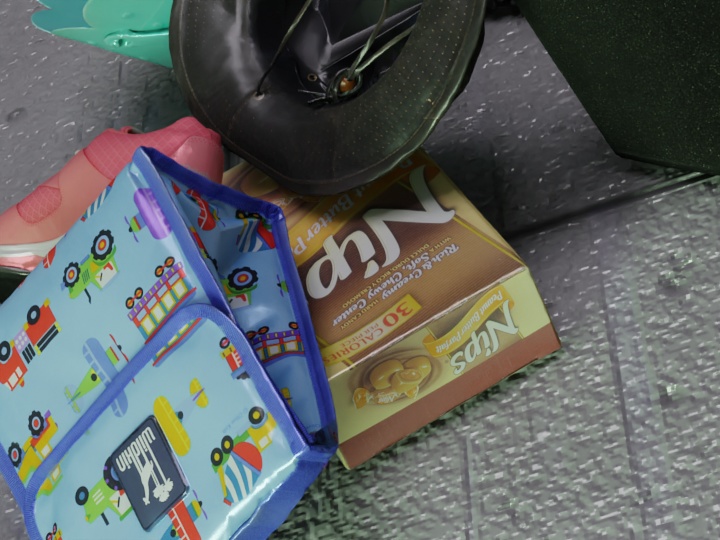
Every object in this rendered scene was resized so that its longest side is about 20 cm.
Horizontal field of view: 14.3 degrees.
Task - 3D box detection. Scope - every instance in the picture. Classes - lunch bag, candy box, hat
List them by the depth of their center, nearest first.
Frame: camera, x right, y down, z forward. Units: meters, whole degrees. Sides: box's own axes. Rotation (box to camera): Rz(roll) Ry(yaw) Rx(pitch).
[{"bbox_3d":[-0.083,0.073,1.269,0.151,0.094,0.200,-46,45,21],"label":"lunch bag"},{"bbox_3d":[0.000,0.000,1.366,0.115,0.055,0.200,-30,34,-6],"label":"candy box"},{"bbox_3d":[0.005,-0.126,1.387,0.200,0.081,0.201,-10,75,39],"label":"hat"}]

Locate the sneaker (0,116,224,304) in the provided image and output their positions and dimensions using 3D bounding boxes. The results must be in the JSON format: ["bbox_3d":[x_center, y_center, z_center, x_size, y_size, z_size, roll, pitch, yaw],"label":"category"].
[{"bbox_3d":[-0.130,-0.026,1.430,0.200,0.074,0.087,-11,55,48],"label":"sneaker"}]

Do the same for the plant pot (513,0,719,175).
[{"bbox_3d":[0.181,-0.157,1.347,0.177,0.200,0.200,-14,35,37],"label":"plant pot"}]

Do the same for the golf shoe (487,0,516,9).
[{"bbox_3d":[0.121,-0.198,1.543,0.200,0.078,0.094,-15,15,18],"label":"golf shoe"}]

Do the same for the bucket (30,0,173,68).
[{"bbox_3d":[-0.075,-0.198,1.531,0.207,0.135,0.207,-46,33,43],"label":"bucket"}]
